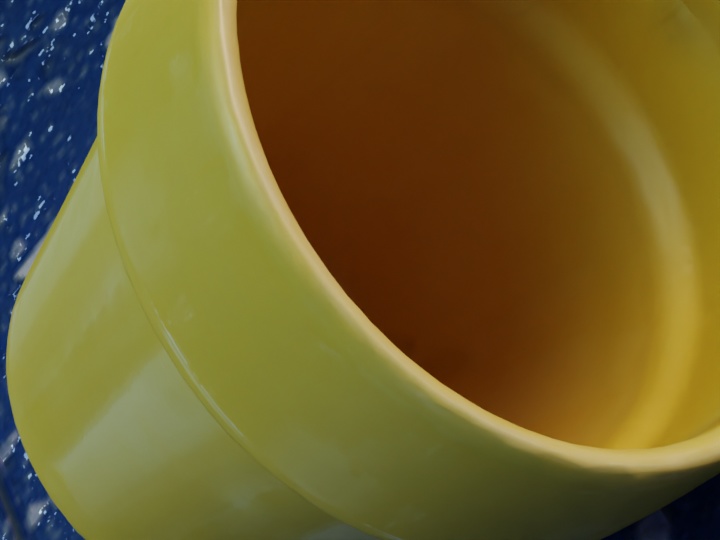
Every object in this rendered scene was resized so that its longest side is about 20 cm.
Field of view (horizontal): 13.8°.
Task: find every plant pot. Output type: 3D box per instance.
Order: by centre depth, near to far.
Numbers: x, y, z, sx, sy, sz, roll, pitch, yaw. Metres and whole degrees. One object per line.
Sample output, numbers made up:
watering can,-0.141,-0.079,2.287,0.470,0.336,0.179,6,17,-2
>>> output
plant pot,0.000,0.000,0.819,0.189,0.200,0.202,-41,41,48
